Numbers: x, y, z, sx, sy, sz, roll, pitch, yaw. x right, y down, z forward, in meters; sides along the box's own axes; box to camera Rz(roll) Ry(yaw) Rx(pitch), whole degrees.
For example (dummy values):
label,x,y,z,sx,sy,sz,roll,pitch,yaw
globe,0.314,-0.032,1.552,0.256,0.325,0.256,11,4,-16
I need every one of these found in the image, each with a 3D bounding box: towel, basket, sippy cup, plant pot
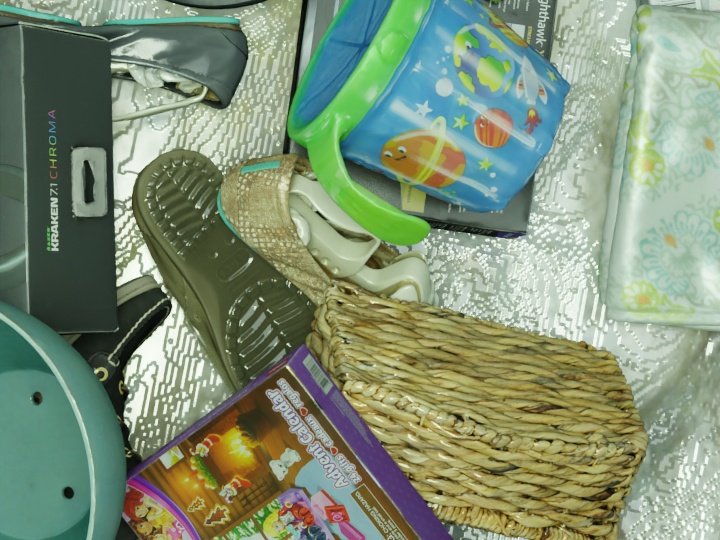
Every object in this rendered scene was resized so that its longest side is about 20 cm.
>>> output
label,x,y,z,sx,sy,sz,roll,pitch,yaw
towel,0.242,-0.057,1.334,0.170,0.048,0.202,5,100,-10
basket,0.052,0.119,1.250,0.198,0.143,0.150,15,116,-15
sippy cup,0.046,-0.104,1.250,0.130,0.140,0.179,30,94,-16
plant pot,-0.203,0.105,1.129,0.198,0.135,0.202,1,93,18

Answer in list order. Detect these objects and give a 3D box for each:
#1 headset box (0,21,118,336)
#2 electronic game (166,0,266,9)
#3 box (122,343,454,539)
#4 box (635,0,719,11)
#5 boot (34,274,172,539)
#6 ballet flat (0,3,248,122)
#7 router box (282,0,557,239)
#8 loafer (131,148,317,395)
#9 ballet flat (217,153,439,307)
label,x,y,z,sx,sy,sz,roll,pitch,yaw
headset box,-0.236,-0.047,1.237,0.199,0.093,0.176,-4,88,27
electronic game,-0.083,-0.259,1.314,0.198,0.042,0.202,-2,81,13
box,-0.026,0.160,1.173,0.137,0.039,0.200,-36,95,21
box,0.273,-0.202,1.370,0.198,0.041,0.157,-10,90,-5
boot,-0.142,0.110,1.264,0.150,0.073,0.200,38,55,8
ballet flat,-0.167,-0.126,1.308,0.198,0.073,0.074,3,87,-8
router box,0.037,-0.129,1.336,0.156,0.052,0.202,8,87,-6
loafer,-0.076,0.012,1.314,0.076,0.067,0.201,-31,106,-14
ballet flat,0.000,0.000,1.284,0.200,0.065,0.071,38,48,-30
